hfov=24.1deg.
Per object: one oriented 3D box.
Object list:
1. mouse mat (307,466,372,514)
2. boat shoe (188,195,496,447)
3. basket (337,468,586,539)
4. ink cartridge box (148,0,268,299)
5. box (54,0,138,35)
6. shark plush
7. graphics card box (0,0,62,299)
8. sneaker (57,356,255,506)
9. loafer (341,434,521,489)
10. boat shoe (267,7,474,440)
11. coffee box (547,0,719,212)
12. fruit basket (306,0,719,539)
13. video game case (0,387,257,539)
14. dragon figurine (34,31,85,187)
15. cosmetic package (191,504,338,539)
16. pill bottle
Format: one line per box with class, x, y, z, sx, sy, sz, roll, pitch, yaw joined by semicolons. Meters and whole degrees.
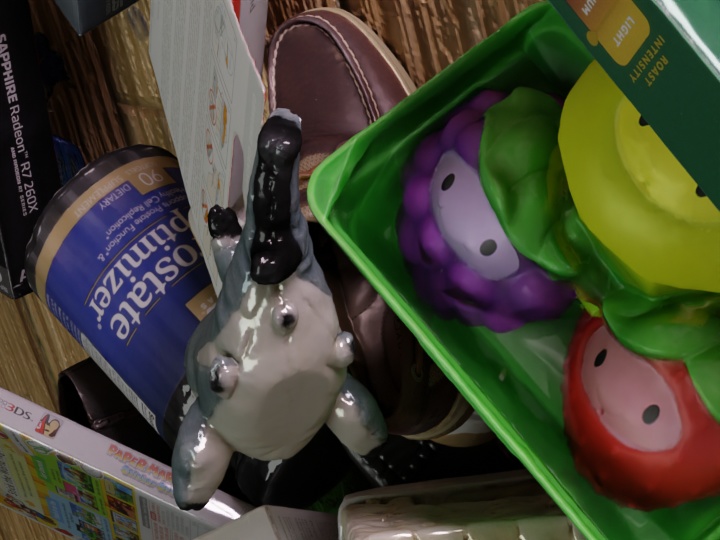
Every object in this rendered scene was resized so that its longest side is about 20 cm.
mouse mat;-0.032;0.119;1.014;0.160;0.007;0.202;27;138;43
boat shoe;0.000;0.000;0.809;0.199;0.070;0.070;35;123;26
basket;0.062;0.192;0.720;0.123;0.134;0.203;72;-168;-86
ink cartridge box;-0.052;-0.093;0.741;0.163;0.050;0.201;100;155;-48
box;-0.162;-0.224;0.818;0.158;0.051;0.200;55;165;9
shark plush;-0.049;0.015;0.635;0.201;0.090;0.084;81;166;-59
graphics card box;-0.230;-0.096;0.974;0.125;0.051;0.202;24;129;42
sneaker;-0.112;0.123;1.024;0.074;0.106;0.202;3;119;55
loafer;0.066;0.130;0.830;0.201;0.073;0.071;53;174;11
boat shoe;-0.005;-0.024;0.732;0.072;0.072;0.202;-19;78;27
coffee box;0.109;-0.102;0.494;0.201;0.122;0.044;51;151;10
fruit basket;0.094;-0.008;0.594;0.216;0.155;0.216;49;166;17
video game case;-0.140;0.137;0.978;0.180;0.023;0.200;24;157;5
dragon figurine;-0.214;-0.063;1.072;0.099;0.059;0.202;32;139;39
cosmetic package;-0.038;0.183;0.867;0.086;0.107;0.200;67;-166;17
pill bottle;-0.083;0.034;0.910;0.200;0.111;0.112;44;147;24
